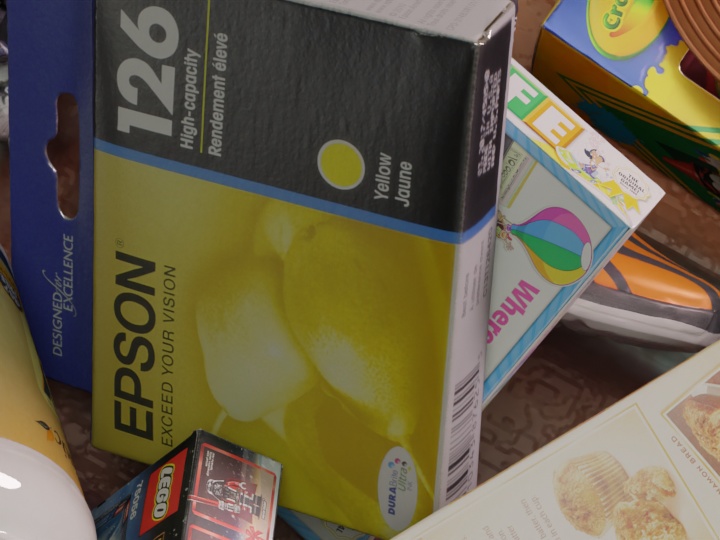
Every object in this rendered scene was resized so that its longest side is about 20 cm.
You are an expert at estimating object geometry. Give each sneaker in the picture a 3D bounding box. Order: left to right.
[{"bbox_3d":[0.057,-0.046,1.026,0.199,0.078,0.113,21,88,6],"label":"sneaker"}]

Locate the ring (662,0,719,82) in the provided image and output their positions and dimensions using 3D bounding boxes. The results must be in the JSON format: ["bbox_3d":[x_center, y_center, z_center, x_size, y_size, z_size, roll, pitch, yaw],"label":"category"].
[{"bbox_3d":[0.205,-0.137,1.006,0.199,0.019,0.202,-6,63,12],"label":"ring"}]

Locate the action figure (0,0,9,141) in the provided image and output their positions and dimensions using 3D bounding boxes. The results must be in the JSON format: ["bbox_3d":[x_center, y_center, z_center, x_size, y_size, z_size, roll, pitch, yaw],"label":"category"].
[{"bbox_3d":[-0.131,-0.143,1.067,0.199,0.104,0.195,-3,81,24],"label":"action figure"}]

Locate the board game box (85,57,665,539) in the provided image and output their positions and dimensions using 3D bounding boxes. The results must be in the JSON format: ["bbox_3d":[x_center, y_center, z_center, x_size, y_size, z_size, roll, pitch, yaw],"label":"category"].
[{"bbox_3d":[0.000,0.000,0.987,0.134,0.200,0.034,42,35,5],"label":"board game box"}]

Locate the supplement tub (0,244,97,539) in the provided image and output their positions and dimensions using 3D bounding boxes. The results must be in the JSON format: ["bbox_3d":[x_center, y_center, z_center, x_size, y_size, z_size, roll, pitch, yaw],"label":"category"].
[{"bbox_3d":[-0.173,0.077,0.955,0.143,0.145,0.201,-20,48,-5],"label":"supplement tub"}]

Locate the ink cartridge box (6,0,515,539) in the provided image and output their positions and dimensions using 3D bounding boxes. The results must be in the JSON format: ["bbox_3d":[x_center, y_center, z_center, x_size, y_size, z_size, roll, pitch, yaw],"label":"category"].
[{"bbox_3d":[-0.048,-0.017,0.957,0.199,0.047,0.199,13,120,19],"label":"ink cartridge box"}]

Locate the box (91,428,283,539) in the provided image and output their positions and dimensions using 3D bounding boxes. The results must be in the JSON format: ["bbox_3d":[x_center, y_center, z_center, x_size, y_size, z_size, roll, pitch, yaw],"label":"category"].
[{"bbox_3d":[-0.088,0.171,0.942,0.040,0.137,0.201,24,52,-24],"label":"box"}]

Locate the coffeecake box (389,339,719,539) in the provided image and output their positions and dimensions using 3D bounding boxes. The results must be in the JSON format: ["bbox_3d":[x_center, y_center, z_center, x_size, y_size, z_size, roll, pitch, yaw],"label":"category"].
[{"bbox_3d":[0.087,0.116,0.960,0.199,0.154,0.073,-31,65,1],"label":"coffeecake box"}]

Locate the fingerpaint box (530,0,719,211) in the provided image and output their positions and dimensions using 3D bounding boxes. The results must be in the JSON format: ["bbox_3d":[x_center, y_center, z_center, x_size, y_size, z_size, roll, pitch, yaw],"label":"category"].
[{"bbox_3d":[0.190,-0.118,1.076,0.166,0.073,0.200,35,78,8],"label":"fingerpaint box"}]
